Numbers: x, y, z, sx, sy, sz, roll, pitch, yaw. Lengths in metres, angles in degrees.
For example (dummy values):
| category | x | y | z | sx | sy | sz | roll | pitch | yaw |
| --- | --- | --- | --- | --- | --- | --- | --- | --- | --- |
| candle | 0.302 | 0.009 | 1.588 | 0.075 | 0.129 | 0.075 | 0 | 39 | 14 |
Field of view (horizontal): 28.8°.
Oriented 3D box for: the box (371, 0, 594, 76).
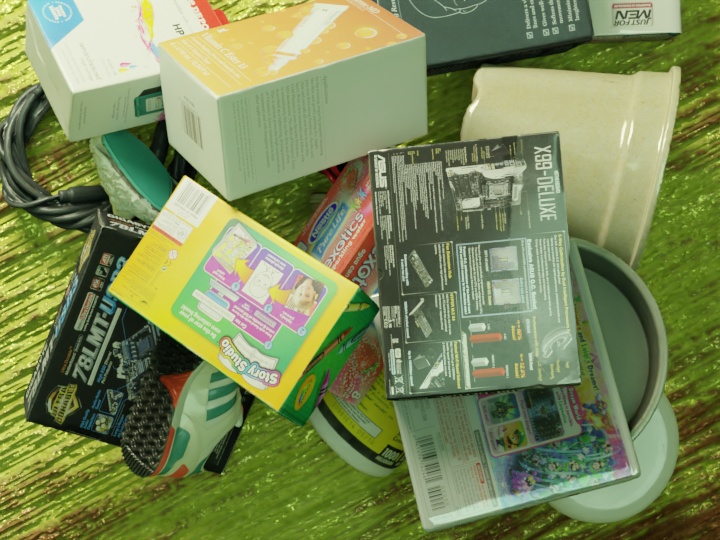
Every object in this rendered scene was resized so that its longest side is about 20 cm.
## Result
| category | x | y | z | sx | sy | sz | roll | pitch | yaw |
| --- | --- | --- | --- | --- | --- | --- | --- | --- | --- |
| box | 0.102 | -0.267 | 1.312 | 0.197 | 0.107 | 0.151 | -10 | 93 | -5 |

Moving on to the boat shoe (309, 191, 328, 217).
| category | x | y | z | sx | sy | sz | roll | pitch | yaw |
| --- | --- | --- | --- | --- | --- | --- | --- | --- | --- |
| boat shoe | 0.040 | -0.021 | 1.332 | 0.197 | 0.071 | 0.065 | 20 | 89 | -7 |

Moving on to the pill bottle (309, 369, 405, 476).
| category | x | y | z | sx | sy | sz | roll | pitch | yaw |
| --- | --- | --- | --- | --- | --- | --- | --- | --- | --- |
| pill bottle | 0.048 | 0.084 | 1.293 | 0.112 | 0.113 | 0.200 | 40 | 104 | -5 |

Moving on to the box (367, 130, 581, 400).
| category | x | y | z | sx | sy | sz | roll | pitch | yaw |
| --- | --- | --- | --- | --- | --- | --- | --- | --- | --- |
| box | 0.091 | -0.003 | 1.120 | 0.155 | 0.050 | 0.203 | -6 | 84 | 8 |

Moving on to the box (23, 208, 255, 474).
| category | x | y | z | sx | sy | sz | roll | pitch | yaw |
| --- | --- | --- | --- | --- | --- | --- | --- | --- | --- |
| box | -0.181 | 0.069 | 1.278 | 0.196 | 0.050 | 0.202 | 18 | 105 | -22 |

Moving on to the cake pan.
| category | x | y | z | sx | sy | sz | roll | pitch | yaw |
| --- | --- | --- | --- | --- | --- | --- | --- | --- | --- |
| cake pan | 0.157 | 0.072 | 1.173 | 0.197 | 0.037 | 0.203 | -2 | 77 | 10 |

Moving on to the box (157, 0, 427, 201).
| category | x | y | z | sx | sy | sz | roll | pitch | yaw |
| --- | --- | --- | --- | --- | --- | --- | --- | --- | --- |
| box | -0.057 | -0.154 | 1.202 | 0.198 | 0.124 | 0.099 | -20 | 127 | -25 |

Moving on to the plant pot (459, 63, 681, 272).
| category | x | y | z | sx | sy | sz | roll | pitch | yaw |
| --- | --- | --- | --- | --- | --- | --- | --- | --- | --- |
| plant pot | 0.183 | -0.108 | 1.296 | 0.181 | 0.200 | 0.203 | 13 | 91 | 6 |

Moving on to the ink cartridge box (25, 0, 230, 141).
| category | x | y | z | sx | sy | sz | roll | pitch | yaw |
| --- | --- | --- | --- | --- | --- | --- | --- | --- | --- |
| ink cartridge box | -0.187 | -0.199 | 1.257 | 0.198 | 0.068 | 0.117 | -18 | 61 | -26 |

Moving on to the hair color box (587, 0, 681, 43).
| category | x | y | z | sx | sy | sz | roll | pitch | yaw |
| --- | --- | --- | --- | --- | --- | --- | --- | --- | --- |
| hair color box | 0.250 | -0.323 | 1.346 | 0.098 | 0.061 | 0.203 | -3 | 92 | -5 |

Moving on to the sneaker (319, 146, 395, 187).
| category | x | y | z | sx | sy | sz | roll | pitch | yaw |
| --- | --- | --- | --- | --- | --- | --- | --- | --- | --- |
| sneaker | -0.049 | -0.131 | 1.296 | 0.197 | 0.116 | 0.079 | 20 | 96 | -6 |

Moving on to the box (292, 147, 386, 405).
| category | x | y | z | sx | sy | sz | roll | pitch | yaw |
| --- | --- | --- | --- | --- | --- | --- | --- | --- | --- |
| box | 0.000 | 0.000 | 1.234 | 0.094 | 0.103 | 0.201 | 32 | 94 | -32 |

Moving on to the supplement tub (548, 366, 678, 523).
| category | x | y | z | sx | sy | sz | roll | pitch | yaw |
| --- | --- | --- | --- | --- | --- | --- | --- | --- | --- |
| supplement tub | 0.200 | 0.144 | 1.286 | 0.138 | 0.200 | 0.143 | 0 | 91 | -5 |

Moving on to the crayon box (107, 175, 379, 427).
| category | x | y | z | sx | sy | sz | roll | pitch | yaw |
| --- | --- | --- | --- | --- | --- | --- | --- | --- | --- |
| crayon box | -0.098 | 0.024 | 1.157 | 0.199 | 0.058 | 0.120 | 32 | 85 | 25 |

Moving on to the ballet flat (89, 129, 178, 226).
| category | x | y | z | sx | sy | sz | roll | pitch | yaw |
| --- | --- | --- | --- | --- | --- | --- | --- | --- | --- |
| ballet flat | -0.186 | -0.051 | 1.288 | 0.072 | 0.072 | 0.200 | -48 | 117 | -2 |

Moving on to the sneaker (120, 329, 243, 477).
| category | x | y | z | sx | sy | sz | roll | pitch | yaw |
| --- | --- | --- | --- | --- | --- | --- | --- | --- | --- |
| sneaker | -0.136 | 0.094 | 1.250 | 0.070 | 0.093 | 0.202 | 28 | 95 | 38 |

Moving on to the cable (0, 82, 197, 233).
| category | x | y | z | sx | sy | sz | roll | pitch | yaw |
| --- | --- | --- | --- | --- | --- | --- | --- | --- | --- |
| cable | -0.248 | -0.117 | 1.321 | 0.199 | 0.051 | 0.164 | -37 | 99 | -6 |

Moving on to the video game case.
| category | x | y | z | sx | sy | sz | roll | pitch | yaw |
| --- | --- | --- | --- | --- | --- | --- | --- | --- | --- |
| video game case | 0.115 | 0.093 | 1.145 | 0.179 | 0.024 | 0.203 | -15 | 74 | 6 |
